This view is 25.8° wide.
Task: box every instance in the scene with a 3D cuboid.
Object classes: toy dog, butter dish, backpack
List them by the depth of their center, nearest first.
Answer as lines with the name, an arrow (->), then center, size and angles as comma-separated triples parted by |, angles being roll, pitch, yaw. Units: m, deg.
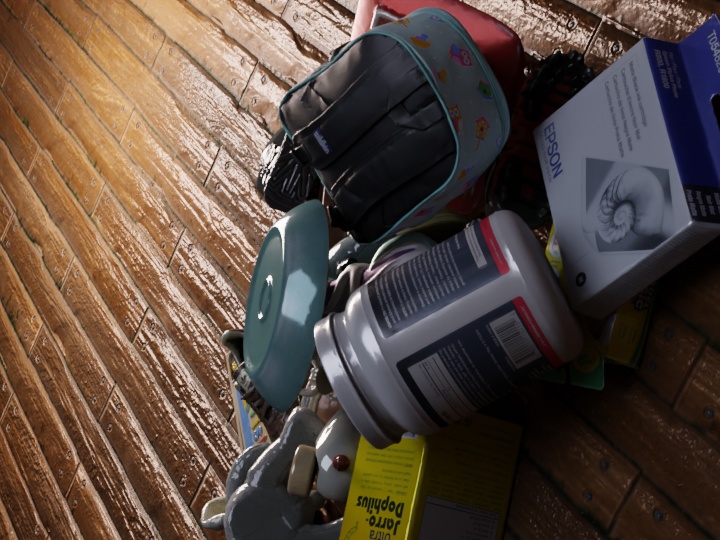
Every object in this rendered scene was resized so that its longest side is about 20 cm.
backpack -> 0.045, -0.139, 1.433 | 0.177, 0.153, 0.200 | 61, 147, 7
toy dog -> -0.009, 0.142, 1.532 | 0.096, 0.131, 0.202 | 105, 162, -63
butter dish -> 0.093, -0.189, 1.581 | 0.199, 0.147, 0.201 | 30, 122, 29

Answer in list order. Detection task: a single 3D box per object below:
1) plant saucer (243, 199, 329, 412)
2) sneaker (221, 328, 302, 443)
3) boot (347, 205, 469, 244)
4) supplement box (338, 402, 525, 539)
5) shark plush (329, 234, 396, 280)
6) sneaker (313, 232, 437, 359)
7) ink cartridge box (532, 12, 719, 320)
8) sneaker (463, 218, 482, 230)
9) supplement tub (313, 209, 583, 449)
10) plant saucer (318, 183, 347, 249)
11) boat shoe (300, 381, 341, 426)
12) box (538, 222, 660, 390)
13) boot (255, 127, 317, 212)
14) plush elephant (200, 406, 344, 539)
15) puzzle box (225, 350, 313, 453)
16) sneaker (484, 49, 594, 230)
plant saucer -> -0.074, 0.030, 1.459 | 0.200, 0.036, 0.202 | -171, 90, -75
sneaker -> -0.106, 0.139, 1.734 | 0.071, 0.075, 0.200 | -57, 34, 21
boot -> 0.050, -0.094, 1.656 | 0.200, 0.072, 0.156 | -15, 66, 59
supplement box -> 0.061, 0.213, 1.450 | 0.109, 0.108, 0.202 | -3, 72, 56
shark plush -> 0.000, 0.000, 1.565 | 0.199, 0.083, 0.091 | -35, 88, 20
sneaker -> -0.002, 0.063, 1.470 | 0.200, 0.078, 0.141 | -36, 36, 27
ink cartridge box -> 0.237, -0.091, 1.315 | 0.200, 0.040, 0.201 | -40, 45, 38
sneaker -> 0.117, 0.043, 1.479 | 0.201, 0.089, 0.079 | 111, 171, -47
supplement tub -> 0.075, 0.052, 1.332 | 0.199, 0.141, 0.141 | -28, 45, 10
plant saucer -> -0.039, -0.007, 1.727 | 0.200, 0.034, 0.202 | -173, 90, -85
boat shoe -> 0.008, 0.084, 1.652 | 0.071, 0.076, 0.201 | 24, 94, 25
box -> 0.211, 0.005, 1.384 | 0.117, 0.048, 0.202 | 7, 79, 57
boot -> -0.066, -0.151, 1.845 | 0.165, 0.065, 0.200 | -56, 7, 4
plush elephant -> -0.085, 0.267, 1.635 | 0.199, 0.165, 0.155 | -37, -8, -6
puzzle box -> -0.102, 0.137, 1.826 | 0.133, 0.025, 0.201 | -49, 38, 32
sneaker -> 0.164, -0.115, 1.487 | 0.098, 0.070, 0.202 | 120, 172, -67
